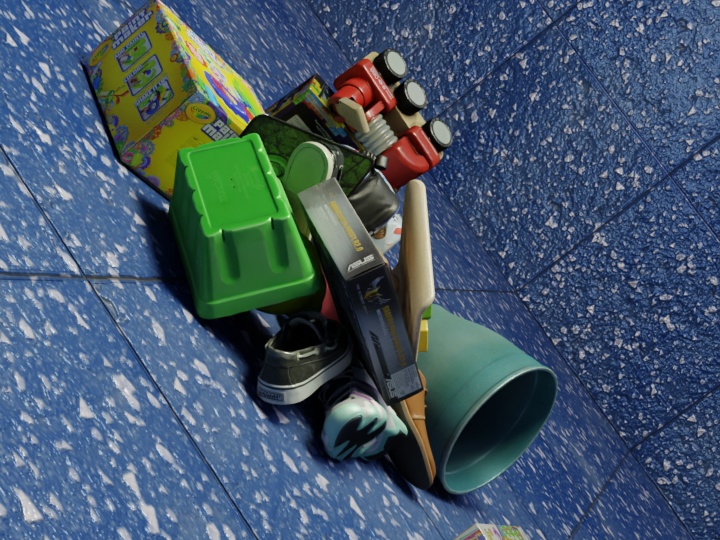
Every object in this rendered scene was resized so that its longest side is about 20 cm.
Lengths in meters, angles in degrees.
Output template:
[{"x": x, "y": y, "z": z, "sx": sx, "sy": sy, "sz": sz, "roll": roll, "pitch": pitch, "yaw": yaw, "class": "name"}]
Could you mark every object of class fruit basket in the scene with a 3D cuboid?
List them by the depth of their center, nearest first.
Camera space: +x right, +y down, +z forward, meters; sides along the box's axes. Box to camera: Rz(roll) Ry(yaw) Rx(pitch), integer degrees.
[{"x": -0.116, "y": -0.018, "z": 1.478, "sx": 0.216, "sy": 0.154, "sz": 0.218, "roll": 167, "pitch": -90, "yaw": -80, "class": "fruit basket"}]

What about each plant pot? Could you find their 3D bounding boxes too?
[{"x": 0.119, "y": 0.149, "z": 1.773, "sx": 0.188, "sy": 0.201, "sz": 0.200, "roll": 42, "pitch": 5, "yaw": 32, "class": "plant pot"}]

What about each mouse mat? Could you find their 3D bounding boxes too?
[{"x": -0.092, "y": -0.096, "z": 1.604, "sx": 0.199, "sy": 0.161, "sz": 0.008, "roll": 18, "pitch": 30, "yaw": -44, "class": "mouse mat"}]

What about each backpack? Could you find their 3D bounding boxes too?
[{"x": -0.040, "y": -0.077, "z": 1.819, "sx": 0.155, "sy": 0.199, "sz": 0.191, "roll": 54, "pitch": 2, "yaw": -31, "class": "backpack"}]

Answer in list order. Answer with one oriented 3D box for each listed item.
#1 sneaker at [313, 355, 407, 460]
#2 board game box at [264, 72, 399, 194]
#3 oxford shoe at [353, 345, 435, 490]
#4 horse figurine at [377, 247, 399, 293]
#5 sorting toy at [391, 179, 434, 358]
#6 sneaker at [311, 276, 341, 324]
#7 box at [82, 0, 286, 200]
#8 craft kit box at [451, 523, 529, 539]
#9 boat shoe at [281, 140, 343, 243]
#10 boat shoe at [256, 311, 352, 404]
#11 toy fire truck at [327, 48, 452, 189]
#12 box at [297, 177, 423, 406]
[{"x": -0.026, "y": 0.135, "z": 1.515, "sx": 0.140, "sy": 0.077, "sz": 0.200, "roll": 55, "pitch": 2, "yaw": 18, "class": "sneaker"}, {"x": -0.064, "y": -0.154, "z": 1.956, "sx": 0.200, "sy": 0.164, "sz": 0.057, "roll": 49, "pitch": 30, "yaw": -20, "class": "board game box"}, {"x": 0.057, "y": 0.162, "z": 1.617, "sx": 0.071, "sy": 0.071, "sz": 0.202, "roll": -30, "pitch": 111, "yaw": -37, "class": "oxford shoe"}, {"x": 0.000, "y": 0.000, "z": 1.663, "sx": 0.132, "sy": 0.050, "sz": 0.201, "roll": 29, "pitch": -22, "yaw": 28, "class": "horse figurine"}, {"x": 0.066, "y": 0.020, "z": 1.676, "sx": 0.201, "sy": 0.036, "sz": 0.187, "roll": 101, "pitch": -12, "yaw": -54, "class": "sorting toy"}, {"x": 0.003, "y": 0.087, "z": 1.640, "sx": 0.200, "sy": 0.087, "sz": 0.074, "roll": 48, "pitch": 14, "yaw": -18, "class": "sneaker"}, {"x": -0.200, "y": -0.176, "z": 1.616, "sx": 0.200, "sy": 0.122, "sz": 0.193, "roll": 40, "pitch": 16, "yaw": -47, "class": "box"}, {"x": 0.208, "y": 0.407, "z": 1.692, "sx": 0.201, "sy": 0.048, "sz": 0.197, "roll": 57, "pitch": 15, "yaw": 21, "class": "craft kit box"}, {"x": -0.072, "y": -0.061, "z": 1.587, "sx": 0.074, "sy": 0.201, "sz": 0.066, "roll": 29, "pitch": 24, "yaw": 20, "class": "boat shoe"}, {"x": -0.053, "y": 0.079, "z": 1.456, "sx": 0.070, "sy": 0.064, "sz": 0.200, "roll": 10, "pitch": 18, "yaw": 13, "class": "boat shoe"}, {"x": 0.025, "y": -0.191, "z": 1.855, "sx": 0.177, "sy": 0.128, "sz": 0.200, "roll": 56, "pitch": 40, "yaw": -8, "class": "toy fire truck"}, {"x": 0.001, "y": 0.024, "z": 1.484, "sx": 0.159, "sy": 0.048, "sz": 0.201, "roll": -120, "pitch": -171, "yaw": -48, "class": "box"}]
